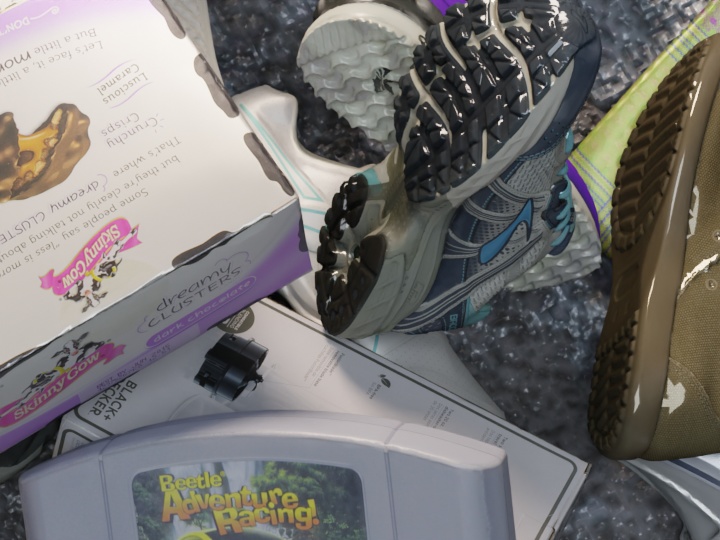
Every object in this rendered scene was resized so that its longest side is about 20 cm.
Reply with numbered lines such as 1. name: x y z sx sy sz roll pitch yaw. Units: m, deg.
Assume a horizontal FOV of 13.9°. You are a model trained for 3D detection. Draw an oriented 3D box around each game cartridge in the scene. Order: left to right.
1. game cartridge: -0.036 0.122 1.167 0.200 0.041 0.133 -3 98 16

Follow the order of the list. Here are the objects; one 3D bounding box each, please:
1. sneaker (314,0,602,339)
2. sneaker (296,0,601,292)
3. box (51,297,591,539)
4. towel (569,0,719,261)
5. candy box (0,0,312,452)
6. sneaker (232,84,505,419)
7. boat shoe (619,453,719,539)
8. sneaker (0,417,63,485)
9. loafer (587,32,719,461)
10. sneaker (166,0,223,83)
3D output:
1. sneaker: 0.055 -0.043 1.217 0.086 0.200 0.078 6 54 -27
2. sneaker: 0.050 -0.078 1.295 0.070 0.100 0.200 -17 134 27
3. box: -0.018 0.090 1.239 0.200 0.060 0.117 26 46 7
4. towel: 0.198 -0.018 1.346 0.200 0.023 0.144 43 88 -1
5. candy box: -0.141 -0.047 1.184 0.168 0.072 0.200 -30 67 -9
6. sneaker: 0.000 0.000 1.312 0.200 0.070 0.080 45 84 -1
7. boat shoe: 0.180 0.127 1.316 0.200 0.074 0.067 32 87 -2
8. sneaker: -0.169 0.008 1.251 0.075 0.200 0.079 -27 132 21
9. loafer: 0.148 -0.006 1.288 0.067 0.076 0.200 18 73 -14
10. sneaker: -0.102 -0.059 1.284 0.074 0.082 0.200 13 58 -27
